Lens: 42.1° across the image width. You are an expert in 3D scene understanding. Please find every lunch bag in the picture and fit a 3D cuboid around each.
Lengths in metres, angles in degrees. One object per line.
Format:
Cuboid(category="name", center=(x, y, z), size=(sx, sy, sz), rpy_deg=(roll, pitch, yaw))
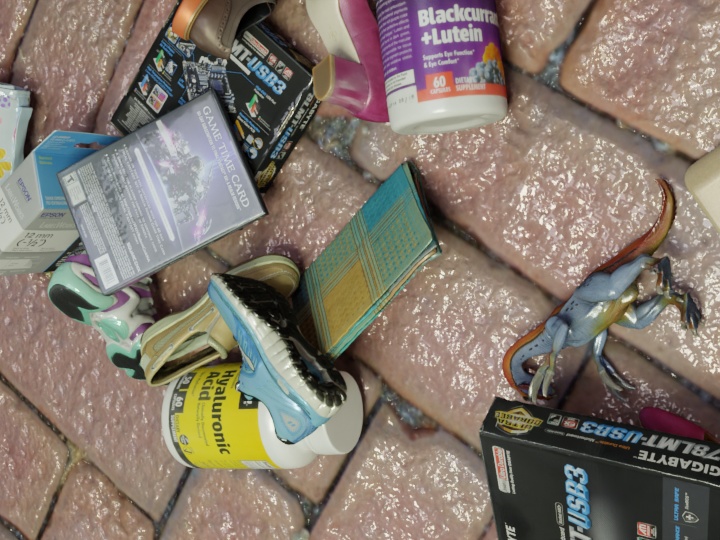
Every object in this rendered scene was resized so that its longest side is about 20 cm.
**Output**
Cuboid(category="lunch bag", center=(-0.511, -0.166, 1.188), size=(0.198, 0.127, 0.172), rpy_deg=(18, 104, 21))

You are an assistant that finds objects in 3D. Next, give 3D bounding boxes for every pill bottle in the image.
Cuboid(category="pill bottle", center=(-0.101, 0.151, 0.981), size=(0.198, 0.111, 0.113), rpy_deg=(-7, 90, 29))
Cuboid(category="pill bottle", center=(0.070, -0.233, 0.857), size=(0.110, 0.111, 0.203), rpy_deg=(-7, 90, 29))

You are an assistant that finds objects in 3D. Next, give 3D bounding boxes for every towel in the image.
Cuboid(category="towel", center=(0.000, 0.000, 0.922), size=(0.200, 0.022, 0.148), rpy_deg=(-48, 31, 25))

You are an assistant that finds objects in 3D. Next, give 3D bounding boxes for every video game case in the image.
Cuboid(category="video game case", center=(-0.209, -0.080, 0.979), size=(0.198, 0.019, 0.144), rpy_deg=(-25, 82, 10))

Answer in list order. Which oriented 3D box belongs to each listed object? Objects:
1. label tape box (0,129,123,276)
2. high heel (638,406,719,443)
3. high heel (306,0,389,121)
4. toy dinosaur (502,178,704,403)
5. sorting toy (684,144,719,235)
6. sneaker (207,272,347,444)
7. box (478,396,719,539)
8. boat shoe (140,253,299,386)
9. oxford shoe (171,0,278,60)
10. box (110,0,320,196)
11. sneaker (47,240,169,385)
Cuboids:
Cuboid(category="label tape box", center=(-0.345, -0.075, 1.086), size=(0.199, 0.143, 0.067), rpy_deg=(-36, 76, 26))
Cuboid(category="high heel", center=(0.326, 0.159, 0.757), size=(0.200, 0.067, 0.096), rpy_deg=(42, 122, 15))
Cuboid(category="high heel", center=(0.002, -0.247, 0.937), size=(0.067, 0.095, 0.203), rpy_deg=(-29, 57, 48))
Cuboid(category="toy dinosaur", center=(0.208, 0.046, 0.841), size=(0.180, 0.105, 0.202), rpy_deg=(-18, 46, 43))
Cuboid(category="sorting toy", center=(0.386, -0.051, 0.738), size=(0.185, 0.036, 0.202), rpy_deg=(-38, 71, 26))
Cuboid(category="sneaker", center=(-0.100, 0.081, 0.893), size=(0.090, 0.078, 0.200), rpy_deg=(-52, 54, 20))
Cuboid(category="box", center=(0.207, 0.208, 0.789), size=(0.196, 0.050, 0.202), rpy_deg=(9, 131, 27))
Cuboid(category="boat shoe", center=(-0.144, 0.061, 0.984), size=(0.199, 0.072, 0.077), rpy_deg=(-35, 35, 13))
Cuboid(category="oxford shoe", center=(-0.107, -0.295, 0.951), size=(0.072, 0.071, 0.201), rpy_deg=(34, 72, -2))
Cuboid(category="box", center=(-0.155, -0.182, 1.017), size=(0.200, 0.050, 0.199), rpy_deg=(43, 110, 19))
Cuboid(category="sneaker", center=(-0.254, 0.028, 1.075), size=(0.077, 0.141, 0.201), rpy_deg=(-6, 135, 30))
